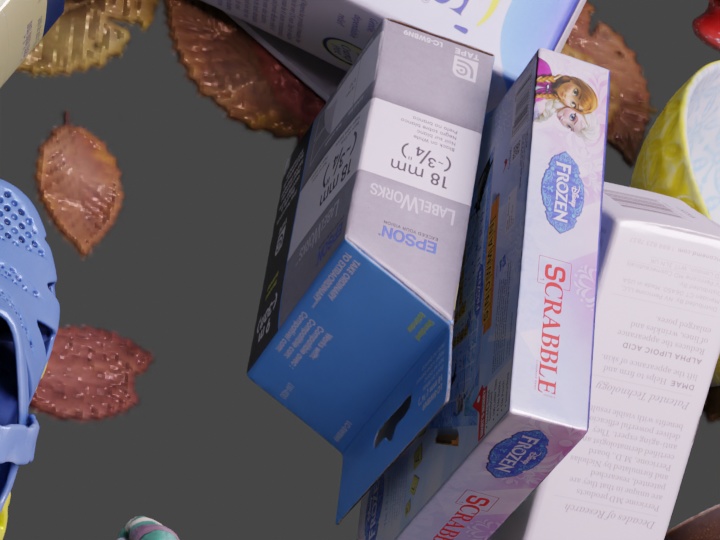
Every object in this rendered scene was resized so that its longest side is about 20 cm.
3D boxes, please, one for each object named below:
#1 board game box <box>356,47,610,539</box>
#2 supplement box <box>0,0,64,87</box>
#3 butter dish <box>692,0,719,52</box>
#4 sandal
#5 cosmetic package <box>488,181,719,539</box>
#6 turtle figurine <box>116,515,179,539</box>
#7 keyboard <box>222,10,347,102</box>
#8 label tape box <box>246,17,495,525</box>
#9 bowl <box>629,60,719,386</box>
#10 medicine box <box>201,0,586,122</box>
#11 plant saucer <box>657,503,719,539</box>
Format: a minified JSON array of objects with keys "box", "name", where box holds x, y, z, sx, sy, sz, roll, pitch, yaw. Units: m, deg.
[{"box":[0.057,0.031,1.358,0.041,0.200,0.200,16,57,-14],"name":"board game box"},{"box":[-0.270,-0.123,1.302,0.200,0.134,0.200,38,77,1],"name":"supplement box"},{"box":[0.230,-0.193,1.614,0.200,0.148,0.199,14,13,-17],"name":"butter dish"},{"box":[-0.175,0.038,1.321,0.079,0.087,0.200,10,56,-17],"name":"sandal"},{"box":[0.113,0.065,1.358,0.074,0.102,0.201,11,101,-15],"name":"cosmetic package"},{"box":[-0.079,0.173,1.280,0.200,0.101,0.150,-13,67,-24],"name":"turtle figurine"},{"box":[-0.039,-0.139,1.536,0.200,0.011,0.056,41,58,4],"name":"keyboard"},{"box":[0.000,0.000,1.384,0.063,0.144,0.200,19,55,-13],"name":"label tape box"},{"box":[0.203,0.001,1.486,0.200,0.108,0.200,29,41,-29],"name":"bowl"},{"box":[0.033,-0.195,1.475,0.200,0.103,0.182,26,74,3],"name":"medicine box"},{"box":[0.233,0.127,1.381,0.200,0.200,0.032,-7,71,-28],"name":"plant saucer"}]
